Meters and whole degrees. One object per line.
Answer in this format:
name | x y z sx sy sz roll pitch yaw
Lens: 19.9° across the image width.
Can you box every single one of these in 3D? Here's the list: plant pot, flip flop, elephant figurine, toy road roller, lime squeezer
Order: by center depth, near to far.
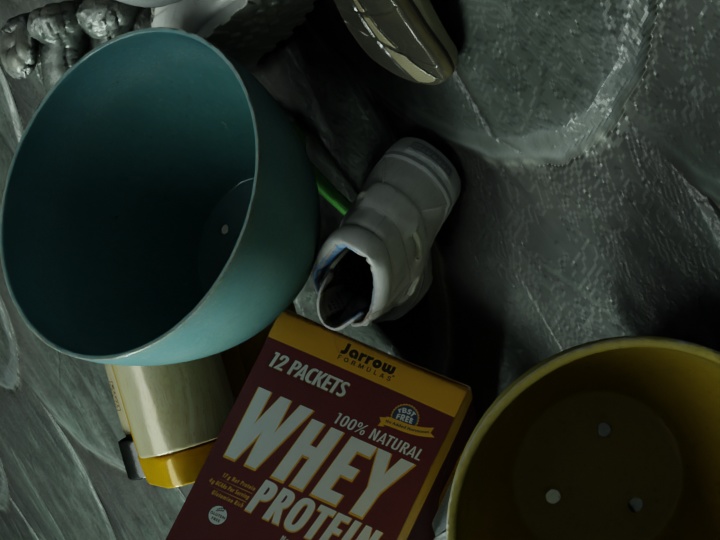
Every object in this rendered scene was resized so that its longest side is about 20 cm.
flip flop | 0.008 -0.182 1.101 0.081 0.058 0.200 24 156 44
plant pot | 0.139 0.124 1.112 0.201 0.199 0.142 59 -179 -8
plant pot | -0.101 -0.031 1.246 0.200 0.201 0.135 37 -171 37
lime squeezer | -0.060 -0.086 1.392 0.200 0.038 0.071 32 179 42
toy road roller | -0.099 0.066 1.397 0.200 0.145 0.124 170 83 -77
elephant figurine | -0.171 -0.088 1.425 0.141 0.155 0.201 -8 97 42

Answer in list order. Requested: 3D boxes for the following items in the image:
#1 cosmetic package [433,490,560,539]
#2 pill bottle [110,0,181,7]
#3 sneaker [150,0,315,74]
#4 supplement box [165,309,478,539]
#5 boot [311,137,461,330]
cosmetic package | 0.149 0.219 1.292 0.201 0.101 0.074 55 157 4
pill bottle | -0.138 -0.219 1.225 0.200 0.116 0.117 24 143 62
sneaker | -0.090 -0.170 1.284 0.200 0.076 0.081 -30 73 61
supplement box | -0.020 0.165 1.325 0.132 0.198 0.200 22 163 15
boot | 0.000 0.000 1.281 0.073 0.096 0.200 35 153 10
